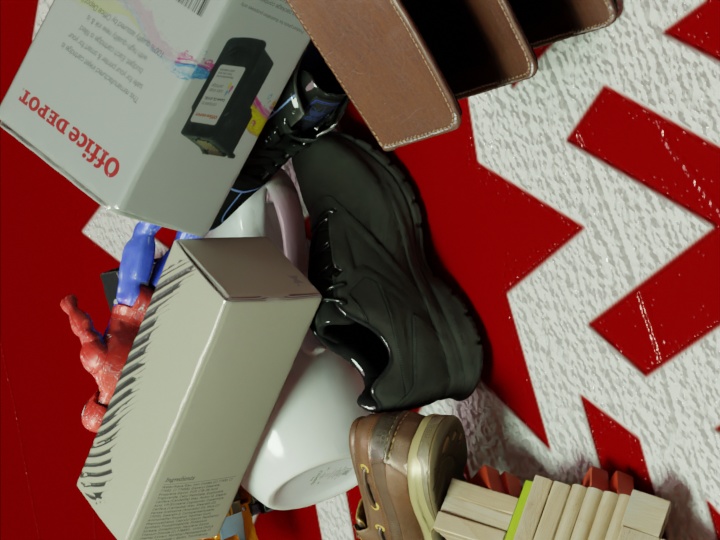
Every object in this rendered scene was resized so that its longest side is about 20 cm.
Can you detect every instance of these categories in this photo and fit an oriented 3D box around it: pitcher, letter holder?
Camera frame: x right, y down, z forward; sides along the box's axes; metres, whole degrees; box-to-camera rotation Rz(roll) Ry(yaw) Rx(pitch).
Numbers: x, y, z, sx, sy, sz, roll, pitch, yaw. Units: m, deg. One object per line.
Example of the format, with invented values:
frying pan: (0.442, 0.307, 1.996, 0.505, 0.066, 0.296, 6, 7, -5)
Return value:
pitcher: (-0.053, 0.044, 1.574, 0.172, 0.121, 0.200, 119, 134, -58)
letter holder: (0.029, -0.184, 1.278, 0.142, 0.101, 0.200, -12, 116, 56)

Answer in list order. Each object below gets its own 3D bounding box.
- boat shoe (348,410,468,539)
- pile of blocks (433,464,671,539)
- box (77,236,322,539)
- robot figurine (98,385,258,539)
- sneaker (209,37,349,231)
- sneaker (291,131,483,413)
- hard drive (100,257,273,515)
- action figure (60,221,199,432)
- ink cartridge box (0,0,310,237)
boat shoe: (0.032, 0.158, 1.512, 0.067, 0.072, 0.200, 12, 140, 18)
pile of blocks: (0.134, 0.152, 1.416, 0.200, 0.082, 0.062, 6, 69, 47)
box: (-0.104, 0.078, 1.495, 0.068, 0.082, 0.200, 46, 123, 37)
robot figurine: (-0.137, 0.133, 1.742, 0.145, 0.058, 0.201, -8, 101, 57)
sneaker: (-0.057, -0.099, 1.487, 0.078, 0.070, 0.200, 46, 116, 40)
sneaker: (0.000, 0.000, 1.492, 0.200, 0.091, 0.076, 61, 149, 17)
hard drive: (-0.126, 0.087, 1.790, 0.140, 0.038, 0.201, -9, 99, 59)
action figure: (-0.156, 0.014, 1.567, 0.099, 0.065, 0.201, -9, 59, 55)
ink cartridge box: (-0.118, -0.143, 1.454, 0.146, 0.083, 0.200, 36, 102, 40)
